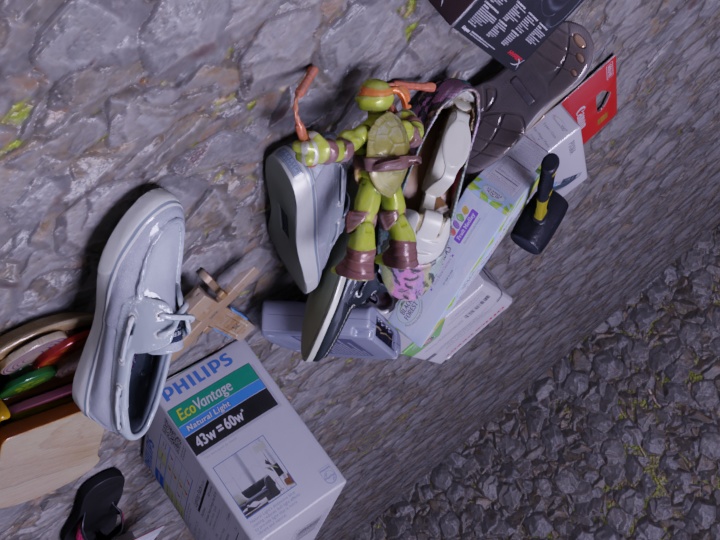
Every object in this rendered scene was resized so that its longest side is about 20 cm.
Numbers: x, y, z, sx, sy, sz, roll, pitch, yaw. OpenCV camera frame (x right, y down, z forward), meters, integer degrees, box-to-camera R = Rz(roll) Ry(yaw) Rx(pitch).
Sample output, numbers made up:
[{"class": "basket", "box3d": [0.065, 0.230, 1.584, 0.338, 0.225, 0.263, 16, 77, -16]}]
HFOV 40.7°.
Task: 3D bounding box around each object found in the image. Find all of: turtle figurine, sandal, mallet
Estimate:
[{"class": "turtle figurine", "box3d": [0.020, -0.082, 0.771, 0.199, 0.063, 0.165, -23, 115, -55]}, {"class": "sandal", "box3d": [-0.319, 0.307, 1.181, 0.074, 0.045, 0.201, -26, 157, -34]}, {"class": "mallet", "box3d": [0.172, -0.062, 0.942, 0.067, 0.041, 0.200, -59, 167, -1]}]

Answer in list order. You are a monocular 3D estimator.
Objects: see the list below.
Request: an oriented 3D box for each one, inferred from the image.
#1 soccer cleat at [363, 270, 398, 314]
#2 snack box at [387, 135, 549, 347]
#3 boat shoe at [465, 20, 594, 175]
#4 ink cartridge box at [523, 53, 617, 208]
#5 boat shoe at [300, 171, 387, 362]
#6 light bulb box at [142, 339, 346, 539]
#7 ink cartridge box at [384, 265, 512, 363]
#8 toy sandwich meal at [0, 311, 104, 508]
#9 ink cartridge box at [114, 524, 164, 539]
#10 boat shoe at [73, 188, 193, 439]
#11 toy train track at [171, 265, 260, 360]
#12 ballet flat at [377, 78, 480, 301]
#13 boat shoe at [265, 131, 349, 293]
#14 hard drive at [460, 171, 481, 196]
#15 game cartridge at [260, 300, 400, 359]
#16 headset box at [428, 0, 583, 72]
[{"class": "soccer cleat", "box3d": [0.014, 0.018, 1.072, 0.070, 0.087, 0.200, -43, 161, 11]}, {"class": "snack box", "box3d": [0.114, -0.031, 1.013, 0.142, 0.053, 0.201, -44, 166, -48]}, {"class": "boat shoe", "box3d": [0.142, -0.157, 0.928, 0.199, 0.076, 0.072, -34, 179, 24]}, {"class": "ink cartridge box", "box3d": [0.259, -0.157, 1.196, 0.175, 0.045, 0.200, -39, 162, 5]}, {"class": "boat shoe", "box3d": [-0.001, -0.001, 0.920, 0.065, 0.074, 0.203, 15, 98, -21]}, {"class": "light bulb box", "box3d": [-0.138, 0.222, 1.083, 0.124, 0.201, 0.199, -28, 159, -29]}, {"class": "ink cartridge box", "box3d": [0.114, 0.046, 1.327, 0.145, 0.084, 0.200, -41, 161, 9]}, {"class": "toy sandwich meal", "box3d": [-0.267, 0.118, 0.805, 0.204, 0.071, 0.206, -34, 161, -13]}, {"class": "ink cartridge box", "box3d": [-0.378, 0.403, 1.298, 0.198, 0.044, 0.174, -17, 151, -47]}, {"class": "boat shoe", "box3d": [-0.160, 0.039, 0.738, 0.070, 0.071, 0.203, -24, 141, -57]}, {"class": "toy train track", "box3d": [-0.139, 0.037, 0.928, 0.115, 0.033, 0.200, -45, 167, -3]}, {"class": "ballet flat", "box3d": [0.063, -0.071, 0.855, 0.071, 0.068, 0.204, -159, -96, -73]}, {"class": "boat shoe", "box3d": [-0.038, -0.047, 0.852, 0.071, 0.071, 0.202, -28, 157, -16]}, {"class": "hard drive", "box3d": [0.093, -0.065, 1.075, 0.132, 0.025, 0.200, -48, 168, 17]}, {"class": "game cartridge", "box3d": [-0.035, 0.066, 1.056, 0.130, 0.042, 0.200, -2, 167, 11]}, {"class": "headset box", "box3d": [0.138, -0.254, 0.696, 0.200, 0.075, 0.148, -45, 161, 19]}]
